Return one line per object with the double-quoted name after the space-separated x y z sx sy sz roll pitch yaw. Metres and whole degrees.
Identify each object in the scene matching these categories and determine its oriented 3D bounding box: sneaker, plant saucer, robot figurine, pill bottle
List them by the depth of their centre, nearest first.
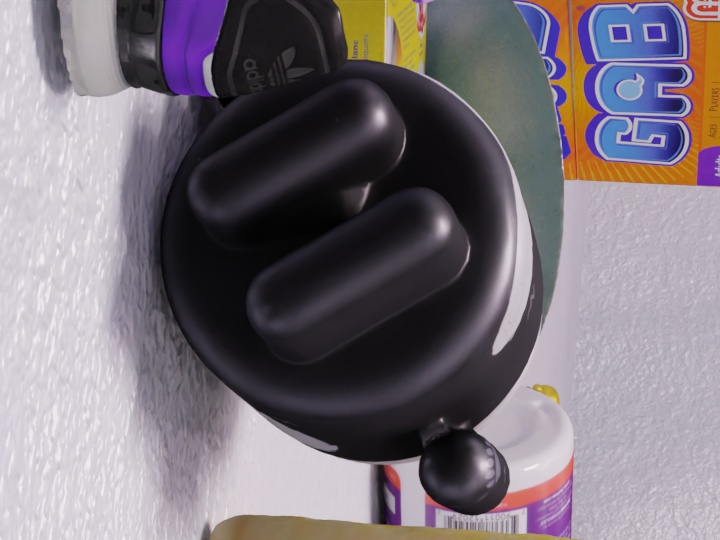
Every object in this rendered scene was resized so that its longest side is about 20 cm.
-0.022 -0.136 0.601 0.070 0.099 0.201 76 19 -66 "sneaker"
-0.001 0.002 0.720 0.200 0.124 0.151 55 44 -75 "robot figurine"
0.038 -0.045 1.012 0.201 0.038 0.203 176 -90 -68 "plant saucer"
0.069 0.176 1.219 0.112 0.111 0.201 -68 159 -63 "pill bottle"

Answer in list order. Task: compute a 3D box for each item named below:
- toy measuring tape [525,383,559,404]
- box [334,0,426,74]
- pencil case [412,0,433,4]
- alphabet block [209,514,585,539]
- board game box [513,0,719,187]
0.106 0.162 1.635 0.200 0.073 0.074 -58 155 -34 "toy measuring tape"
-0.001 -0.059 0.924 0.117 0.048 0.201 -54 148 -73 "box"
-0.001 -0.189 0.750 0.086 0.084 0.201 53 -17 37 "pencil case"
0.030 0.230 0.753 0.201 0.195 0.196 -77 168 -46 "alphabet block"
0.133 -0.189 1.213 0.200 0.198 0.201 77 18 -59 "board game box"
